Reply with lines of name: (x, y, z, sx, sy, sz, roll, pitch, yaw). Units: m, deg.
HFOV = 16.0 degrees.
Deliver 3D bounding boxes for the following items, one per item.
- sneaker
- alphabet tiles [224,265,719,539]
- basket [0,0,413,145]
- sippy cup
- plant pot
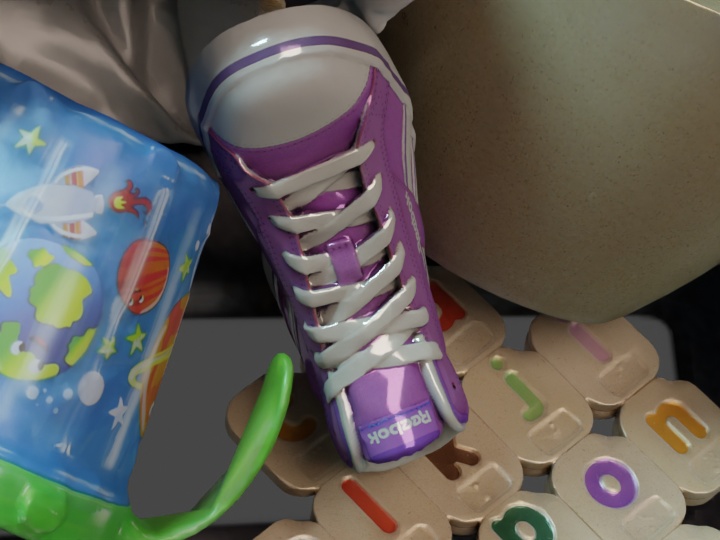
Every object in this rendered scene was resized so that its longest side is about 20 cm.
sneaker: (0.001, 0.000, 0.876, 0.072, 0.201, 0.115, -21, 59, 1)
alphabet tiles: (0.051, 0.090, 0.955, 0.200, 0.015, 0.196, -36, 70, -30)
basket: (-0.099, -0.147, 0.875, 0.198, 0.198, 0.162, 3, 73, -26)
sippy cup: (-0.115, 0.007, 0.840, 0.177, 0.139, 0.131, 28, 86, -46)
plant pot: (0.081, -0.060, 0.968, 0.199, 0.200, 0.135, 17, 105, -22)
